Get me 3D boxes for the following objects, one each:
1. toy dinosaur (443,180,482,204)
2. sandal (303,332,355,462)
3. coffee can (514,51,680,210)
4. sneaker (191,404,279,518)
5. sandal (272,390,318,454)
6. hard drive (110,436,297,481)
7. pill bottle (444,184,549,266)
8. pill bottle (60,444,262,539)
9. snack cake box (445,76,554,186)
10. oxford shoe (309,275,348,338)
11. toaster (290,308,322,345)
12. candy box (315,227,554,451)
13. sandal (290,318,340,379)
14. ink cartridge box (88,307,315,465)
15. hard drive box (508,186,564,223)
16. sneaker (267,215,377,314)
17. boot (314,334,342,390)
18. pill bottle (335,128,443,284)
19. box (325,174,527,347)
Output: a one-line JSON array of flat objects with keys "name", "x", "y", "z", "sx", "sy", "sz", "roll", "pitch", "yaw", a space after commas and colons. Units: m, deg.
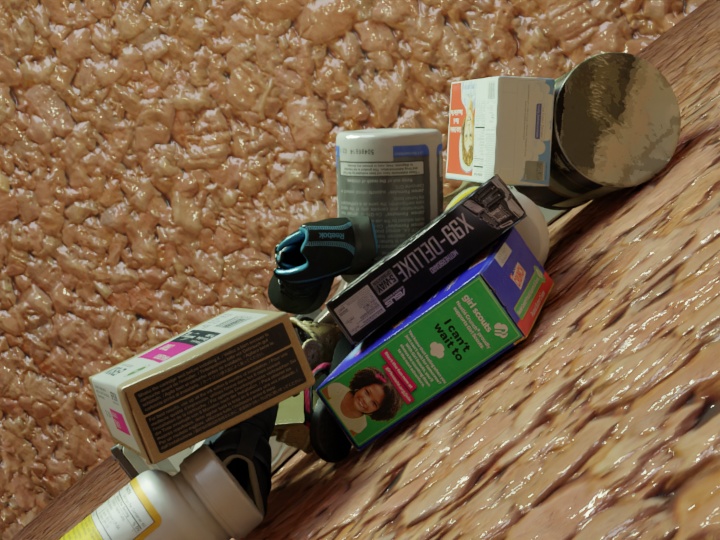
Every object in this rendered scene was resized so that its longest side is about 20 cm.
[{"name": "toy dinosaur", "x": 0.152, "y": -0.116, "z": 1.887, "sx": 0.101, "sy": 0.058, "sz": 0.200, "roll": -54, "pitch": -13, "yaw": 32}, {"name": "sandal", "x": -0.029, "y": 0.122, "z": 1.421, "sx": 0.044, "sy": 0.076, "sz": 0.200, "roll": -5, "pitch": 26, "yaw": 12}, {"name": "coffee can", "x": 0.256, "y": -0.154, "z": 1.647, "sx": 0.146, "sy": 0.147, "sz": 0.200, "roll": -39, "pitch": 4, "yaw": -12}, {"name": "sneaker", "x": -0.135, "y": 0.220, "z": 1.457, "sx": 0.147, "sy": 0.076, "sz": 0.204, "roll": -86, "pitch": 12, "yaw": -50}, {"name": "sandal", "x": -0.055, "y": 0.164, "z": 1.530, "sx": 0.210, "sy": 0.070, "sz": 0.078, "roll": -9, "pitch": 28, "yaw": 31}, {"name": "hard drive", "x": -0.162, "y": 0.190, "z": 1.612, "sx": 0.200, "sy": 0.140, "sz": 0.038, "roll": -40, "pitch": 4, "yaw": -33}, {"name": "pill bottle", "x": 0.143, "y": -0.034, "z": 1.557, "sx": 0.112, "sy": 0.113, "sz": 0.200, "roll": -38, "pitch": 4, "yaw": 4}, {"name": "pill bottle", "x": -0.187, "y": 0.245, "z": 1.252, "sx": 0.199, "sy": 0.113, "sz": 0.113, "roll": -39, "pitch": 4, "yaw": -7}, {"name": "snack cake box", "x": 0.153, "y": -0.155, "z": 1.625, "sx": 0.066, "sy": 0.117, "sz": 0.200, "roll": 1, "pitch": 6, "yaw": -11}, {"name": "oxford shoe", "x": 0.000, "y": 0.000, "z": 1.612, "sx": 0.200, "sy": 0.073, "sz": 0.071, "roll": -48, "pitch": 5, "yaw": -20}, {"name": "toaster", "x": -0.125, "y": 0.157, "z": 1.811, "sx": 0.199, "sy": 0.119, "sz": 0.181, "roll": -35, "pitch": 4, "yaw": 35}, {"name": "candy box", "x": 0.074, "y": 0.061, "z": 1.356, "sx": 0.199, "sy": 0.077, "sz": 0.169, "roll": -38, "pitch": 2, "yaw": 23}, {"name": "sandal", "x": -0.055, "y": 0.074, "z": 1.504, "sx": 0.069, "sy": 0.078, "sz": 0.212, "roll": -22, "pitch": 5, "yaw": -4}, {"name": "ink cartridge box", "x": -0.149, "y": 0.100, "z": 1.326, "sx": 0.163, "sy": 0.076, "sz": 0.200, "roll": -24, "pitch": 7, "yaw": -18}, {"name": "hard drive box", "x": 0.211, "y": -0.094, "z": 1.920, "sx": 0.155, "sy": 0.077, "sz": 0.200, "roll": -38, "pitch": 4, "yaw": 23}, {"name": "sneaker", "x": -0.059, "y": -0.010, "z": 1.479, "sx": 0.081, "sy": 0.074, "sz": 0.200, "roll": 2, "pitch": -22, "yaw": -27}, {"name": "boot", "x": -0.020, "y": 0.107, "z": 1.613, "sx": 0.203, "sy": 0.074, "sz": 0.154, "roll": -33, "pitch": -3, "yaw": 21}, {"name": "pill bottle", "x": 0.031, "y": -0.044, "z": 1.514, "sx": 0.112, "sy": 0.203, "sz": 0.114, "roll": -1, "pitch": 7, "yaw": 0}, {"name": "box", "x": 0.062, "y": -0.011, "z": 1.381, "sx": 0.199, "sy": 0.050, "sz": 0.158, "roll": -37, "pitch": -1, "yaw": 3}]
